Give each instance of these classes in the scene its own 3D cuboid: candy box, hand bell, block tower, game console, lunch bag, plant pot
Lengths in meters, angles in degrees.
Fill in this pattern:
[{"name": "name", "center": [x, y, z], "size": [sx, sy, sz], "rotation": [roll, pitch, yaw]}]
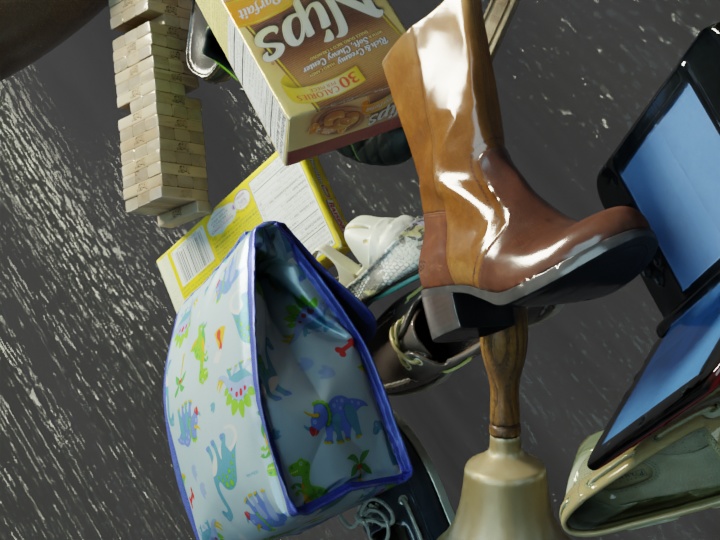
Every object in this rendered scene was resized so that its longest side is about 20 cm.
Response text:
[{"name": "candy box", "center": [-0.042, -0.181, 0.859], "size": [0.201, 0.114, 0.056], "rotation": [60, 160, 28]}, {"name": "hand bell", "center": [0.095, 0.097, 0.783], "size": [0.103, 0.103, 0.203], "rotation": [7, 104, 38]}, {"name": "block tower", "center": [-0.173, -0.143, 1.010], "size": [0.054, 0.057, 0.203], "rotation": [-15, 78, 39]}, {"name": "candy box", "center": [-0.092, -0.014, 0.988], "size": [0.199, 0.026, 0.103], "rotation": [-37, 71, 35]}, {"name": "game console", "center": [0.166, -0.007, 0.665], "size": [0.174, 0.117, 0.200], "rotation": [64, 163, 16]}, {"name": "lunch bag", "center": [-0.068, 0.087, 0.855], "size": [0.170, 0.126, 0.202], "rotation": [-39, 68, 51]}, {"name": "plant pot", "center": [-0.302, -0.276, 1.059], "size": [0.197, 0.186, 0.190], "rotation": [-11, 86, 24]}]

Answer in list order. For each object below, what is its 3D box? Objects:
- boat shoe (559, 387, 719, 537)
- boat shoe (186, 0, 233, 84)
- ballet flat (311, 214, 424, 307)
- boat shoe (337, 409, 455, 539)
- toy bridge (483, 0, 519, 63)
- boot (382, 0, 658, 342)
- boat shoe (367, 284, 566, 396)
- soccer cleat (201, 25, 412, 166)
[{"name": "boat shoe", "center": [0.209, 0.117, 0.717], "size": [0.199, 0.063, 0.074], "rotation": [-24, 108, 39]}, {"name": "boat shoe", "center": [-0.114, -0.253, 0.956], "size": [0.074, 0.073, 0.203], "rotation": [27, 109, 34]}, {"name": "ballet flat", "center": [0.000, 0.000, 0.882], "size": [0.200, 0.072, 0.073], "rotation": [-37, 71, 36]}, {"name": "boat shoe", "center": [0.030, 0.187, 0.873], "size": [0.202, 0.061, 0.075], "rotation": [61, 152, 13]}, {"name": "toy bridge", "center": [0.087, -0.203, 0.800], "size": [0.027, 0.067, 0.202], "rotation": [31, 131, 32]}, {"name": "boot", "center": [0.089, -0.074, 0.708], "size": [0.188, 0.068, 0.203], "rotation": [-30, 65, 61]}, {"name": "boat shoe", "center": [0.057, 0.041, 0.850], "size": [0.199, 0.059, 0.073], "rotation": [-29, 77, 37]}, {"name": "soccer cleat", "center": [-0.041, -0.135, 0.901], "size": [0.199, 0.081, 0.068], "rotation": [33, 113, 29]}]
